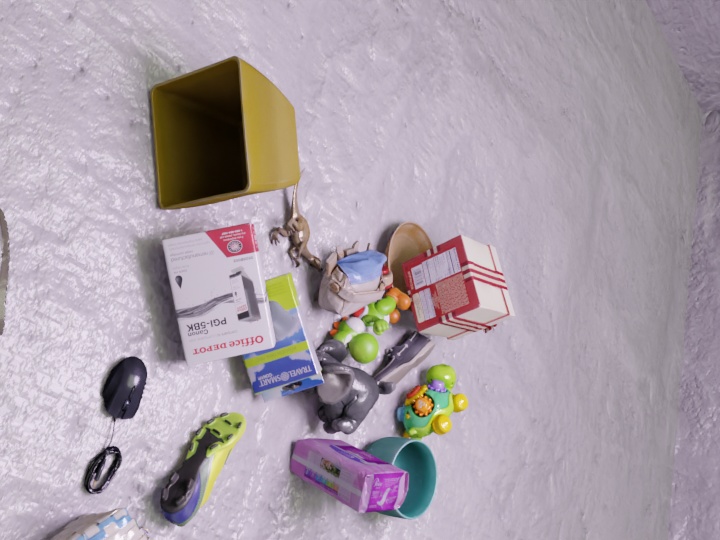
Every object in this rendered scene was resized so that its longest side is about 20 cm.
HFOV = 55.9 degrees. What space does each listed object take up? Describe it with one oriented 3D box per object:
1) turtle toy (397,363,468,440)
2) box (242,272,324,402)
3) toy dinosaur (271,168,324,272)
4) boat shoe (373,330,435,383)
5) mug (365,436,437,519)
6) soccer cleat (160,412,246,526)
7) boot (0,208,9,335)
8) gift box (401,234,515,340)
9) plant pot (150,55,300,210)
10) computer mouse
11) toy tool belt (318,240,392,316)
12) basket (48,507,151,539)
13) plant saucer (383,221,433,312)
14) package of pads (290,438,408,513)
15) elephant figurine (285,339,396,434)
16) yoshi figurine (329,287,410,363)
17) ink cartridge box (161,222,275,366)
[{"bbox_3d":[0.155,0.287,1.481,0.102,0.145,0.200,50,48,-2],"label":"turtle toy"},{"bbox_3d":[-0.147,0.118,1.163,0.048,0.120,0.203,-30,103,-84],"label":"box"},{"bbox_3d":[-0.124,-0.082,1.289,0.101,0.057,0.203,-40,122,-58],"label":"toy dinosaur"},{"bbox_3d":[0.081,0.196,1.472,0.063,0.073,0.199,42,48,20],"label":"boat shoe"},{"bbox_3d":[0.057,0.407,1.362,0.185,0.113,0.154,39,59,-35],"label":"mug"},{"bbox_3d":[-0.251,0.318,1.097,0.085,0.064,0.201,86,29,-43],"label":"soccer cleat"},{"bbox_3d":[-0.539,0.003,0.822,0.198,0.072,0.186,5,80,-40],"label":"boot"},{"bbox_3d":[0.202,0.040,1.463,0.185,0.198,0.188,14,61,-50],"label":"gift box"},{"bbox_3d":[-0.205,-0.209,1.117,0.175,0.197,0.204,-2,86,-57],"label":"plant pot"},{"bbox_3d":[-0.359,0.226,1.000,0.058,0.034,0.204,26,67,-43],"label":"computer mouse"},{"bbox_3d":[0.000,0.000,1.336,0.199,0.124,0.125,-26,126,-46],"label":"toy tool belt"},{"bbox_3d":[-0.329,0.427,0.903,0.138,0.175,0.203,-21,89,-49],"label":"basket"},{"bbox_3d":[0.107,-0.006,1.516,0.199,0.035,0.204,11,76,-52],"label":"plant saucer"},{"bbox_3d":[-0.021,0.365,1.222,0.119,0.198,0.077,13,89,-44],"label":"package of pads"},{"bbox_3d":[-0.062,0.197,1.241,0.156,0.140,0.201,-51,125,-31],"label":"elephant figurine"},{"bbox_3d":[0.027,0.124,1.376,0.199,0.111,0.114,-34,116,-40],"label":"yoshi figurine"},{"bbox_3d":[-0.223,0.037,1.085,0.144,0.083,0.204,-12,94,-7],"label":"ink cartridge box"}]
